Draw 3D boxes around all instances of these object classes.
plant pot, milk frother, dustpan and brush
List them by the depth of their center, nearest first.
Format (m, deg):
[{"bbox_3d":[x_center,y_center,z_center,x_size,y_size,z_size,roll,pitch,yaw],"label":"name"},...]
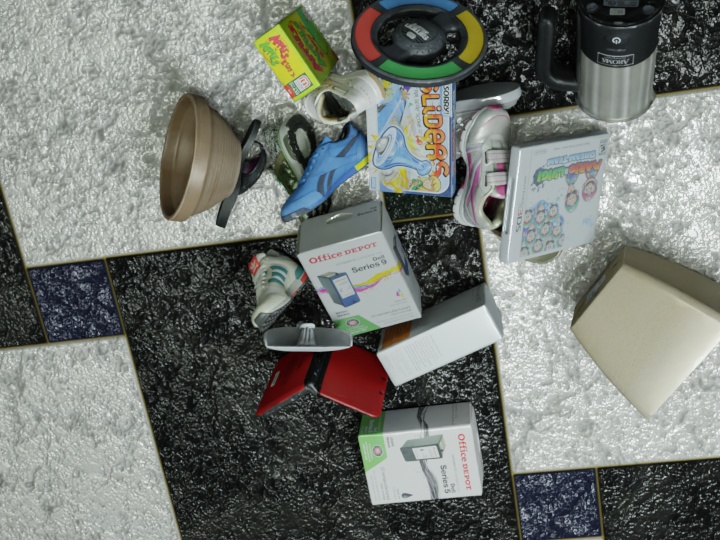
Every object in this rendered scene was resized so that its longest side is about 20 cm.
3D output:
[{"bbox_3d":[0.359,-0.357,1.469,0.180,0.200,0.188,22,152,23],"label":"milk frother"},{"bbox_3d":[-0.246,-0.171,1.593,0.093,0.201,0.201,7,115,-26],"label":"plant pot"},{"bbox_3d":[0.445,0.075,1.598,0.177,0.200,0.200,37,112,3],"label":"plant pot"},{"bbox_3d":[-0.091,0.104,1.665,0.139,0.200,0.057,1,82,-7],"label":"dustpan and brush"}]

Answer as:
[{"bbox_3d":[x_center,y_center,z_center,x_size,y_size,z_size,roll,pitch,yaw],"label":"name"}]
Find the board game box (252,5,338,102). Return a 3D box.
[{"bbox_3d":[-0.091,-0.322,1.492,0.048,0.200,0.102,-31,105,17],"label":"board game box"}]

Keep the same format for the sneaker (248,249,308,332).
[{"bbox_3d":[-0.152,0.025,1.643,0.093,0.200,0.070,40,117,-3],"label":"sneaker"}]

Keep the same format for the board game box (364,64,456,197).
[{"bbox_3d":[0.078,-0.213,1.545,0.135,0.034,0.200,6,120,16],"label":"board game box"}]

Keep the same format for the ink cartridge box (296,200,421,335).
[{"bbox_3d":[0.000,0.000,1.639,0.145,0.088,0.200,-15,128,13],"label":"ink cartridge box"}]

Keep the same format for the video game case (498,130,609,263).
[{"bbox_3d":[0.298,-0.114,1.555,0.200,0.024,0.182,-13,117,-35],"label":"video game case"}]

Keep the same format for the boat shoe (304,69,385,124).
[{"bbox_3d":[-0.042,-0.253,1.525,0.069,0.200,0.071,-43,107,-22],"label":"boat shoe"}]

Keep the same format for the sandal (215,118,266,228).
[{"bbox_3d":[-0.185,-0.156,1.644,0.048,0.075,0.201,17,122,-11],"label":"sandal"}]

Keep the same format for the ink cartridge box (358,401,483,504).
[{"bbox_3d":[0.108,0.322,1.786,0.200,0.084,0.146,-8,110,10],"label":"ink cartridge box"}]

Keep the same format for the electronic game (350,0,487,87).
[{"bbox_3d":[0.085,-0.337,1.477,0.200,0.200,0.042,8,143,4],"label":"electronic game"}]

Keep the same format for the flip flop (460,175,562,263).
[{"bbox_3d":[0.240,-0.081,1.624,0.200,0.058,0.081,44,110,-11],"label":"flip flop"}]

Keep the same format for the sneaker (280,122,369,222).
[{"bbox_3d":[-0.065,-0.154,1.582,0.200,0.066,0.078,-44,108,-25],"label":"sneaker"}]

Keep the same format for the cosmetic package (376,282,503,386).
[{"bbox_3d":[0.133,0.106,1.689,0.200,0.101,0.071,-26,106,15],"label":"cosmetic package"}]

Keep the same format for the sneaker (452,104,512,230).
[{"bbox_3d":[0.201,-0.149,1.532,0.081,0.088,0.200,-11,119,-27],"label":"sneaker"}]

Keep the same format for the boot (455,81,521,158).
[{"bbox_3d":[0.160,-0.225,1.578,0.200,0.074,0.096,-11,116,20],"label":"boot"}]

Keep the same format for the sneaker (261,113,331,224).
[{"bbox_3d":[-0.107,-0.156,1.646,0.089,0.077,0.200,5,118,39],"label":"sneaker"}]

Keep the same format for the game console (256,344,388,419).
[{"bbox_3d":[-0.060,0.195,1.694,0.172,0.200,0.119,-33,104,18],"label":"game console"}]
